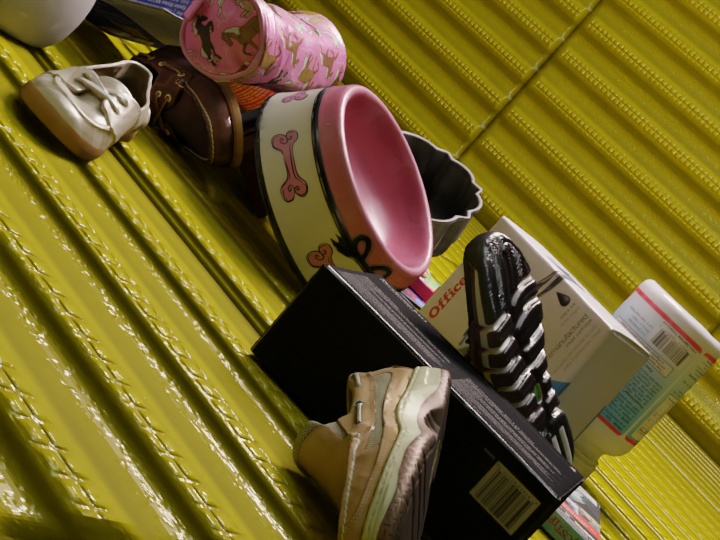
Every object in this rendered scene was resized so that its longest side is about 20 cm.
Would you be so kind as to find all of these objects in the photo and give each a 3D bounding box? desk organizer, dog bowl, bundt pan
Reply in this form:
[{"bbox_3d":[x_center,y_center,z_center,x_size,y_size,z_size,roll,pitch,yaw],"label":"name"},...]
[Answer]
[{"bbox_3d":[-0.075,-0.112,1.346,0.200,0.071,0.078,-95,166,-78],"label":"desk organizer"},{"bbox_3d":[-0.007,-0.064,1.189,0.200,0.073,0.202,50,30,-43],"label":"dog bowl"},{"bbox_3d":[0.031,-0.082,1.587,0.200,0.076,0.203,16,32,-10],"label":"bundt pan"}]

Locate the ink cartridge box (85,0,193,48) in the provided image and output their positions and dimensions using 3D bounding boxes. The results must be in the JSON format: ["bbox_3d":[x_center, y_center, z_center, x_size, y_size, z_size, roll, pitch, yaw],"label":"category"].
[{"bbox_3d":[-0.203,-0.246,1.321,0.196,0.047,0.200,19,-4,24],"label":"ink cartridge box"}]

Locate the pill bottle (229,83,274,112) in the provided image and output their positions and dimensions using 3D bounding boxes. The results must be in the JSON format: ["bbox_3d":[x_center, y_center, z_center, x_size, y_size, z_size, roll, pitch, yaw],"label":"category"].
[{"bbox_3d":[-0.136,-0.257,1.729,0.200,0.112,0.112,35,11,-45],"label":"pill bottle"}]

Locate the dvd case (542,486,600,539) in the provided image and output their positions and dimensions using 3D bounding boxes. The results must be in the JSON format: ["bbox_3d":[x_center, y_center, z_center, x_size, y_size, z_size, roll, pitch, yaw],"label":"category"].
[{"bbox_3d":[0.148,0.176,1.226,0.146,0.022,0.200,44,9,5],"label":"dvd case"}]

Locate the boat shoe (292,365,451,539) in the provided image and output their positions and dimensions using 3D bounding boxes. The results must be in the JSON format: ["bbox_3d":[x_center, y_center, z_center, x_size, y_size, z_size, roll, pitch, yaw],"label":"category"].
[{"bbox_3d":[0.000,0.104,0.749,0.075,0.073,0.200,9,15,6],"label":"boat shoe"}]

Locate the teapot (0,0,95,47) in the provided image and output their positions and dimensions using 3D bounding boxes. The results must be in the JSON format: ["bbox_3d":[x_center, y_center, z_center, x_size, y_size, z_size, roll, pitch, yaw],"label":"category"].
[{"bbox_3d":[-0.263,-0.280,1.104,0.200,0.146,0.197,45,9,10],"label":"teapot"}]

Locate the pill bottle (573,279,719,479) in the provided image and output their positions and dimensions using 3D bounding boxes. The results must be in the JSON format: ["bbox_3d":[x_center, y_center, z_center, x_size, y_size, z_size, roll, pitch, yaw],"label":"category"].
[{"bbox_3d":[0.265,0.116,1.461,0.109,0.200,0.109,42,8,-7],"label":"pill bottle"}]

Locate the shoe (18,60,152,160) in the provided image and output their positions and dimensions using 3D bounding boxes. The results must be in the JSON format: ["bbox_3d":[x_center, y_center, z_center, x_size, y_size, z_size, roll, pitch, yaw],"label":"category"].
[{"bbox_3d":[-0.184,-0.121,0.995,0.070,0.053,0.200,42,8,-4],"label":"shoe"}]

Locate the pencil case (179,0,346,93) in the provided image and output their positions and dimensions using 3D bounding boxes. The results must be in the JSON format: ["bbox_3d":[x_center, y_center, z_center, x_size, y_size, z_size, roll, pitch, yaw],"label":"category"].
[{"bbox_3d":[-0.081,-0.197,1.247,0.085,0.084,0.200,3,3,19],"label":"pencil case"}]

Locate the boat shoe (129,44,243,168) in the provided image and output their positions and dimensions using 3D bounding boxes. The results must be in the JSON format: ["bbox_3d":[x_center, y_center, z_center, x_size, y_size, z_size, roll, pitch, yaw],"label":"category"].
[{"bbox_3d":[-0.154,-0.141,1.243,0.069,0.071,0.200,-3,25,-21],"label":"boat shoe"}]

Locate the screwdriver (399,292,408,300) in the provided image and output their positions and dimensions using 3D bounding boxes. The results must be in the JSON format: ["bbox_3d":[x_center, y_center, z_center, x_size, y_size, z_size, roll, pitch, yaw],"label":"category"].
[{"bbox_3d":[0.000,0.000,1.386,0.200,0.028,0.029,46,-22,22],"label":"screwdriver"}]

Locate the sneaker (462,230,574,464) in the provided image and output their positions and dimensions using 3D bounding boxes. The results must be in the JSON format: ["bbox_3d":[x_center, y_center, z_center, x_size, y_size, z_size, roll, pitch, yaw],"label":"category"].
[{"bbox_3d":[0.075,0.072,1.026,0.076,0.114,0.202,-36,117,-50],"label":"sneaker"}]

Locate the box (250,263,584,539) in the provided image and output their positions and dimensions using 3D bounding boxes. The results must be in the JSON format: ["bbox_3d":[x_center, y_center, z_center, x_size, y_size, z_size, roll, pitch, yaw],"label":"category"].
[{"bbox_3d":[0.041,0.093,0.914,0.200,0.079,0.141,45,11,13],"label":"box"}]

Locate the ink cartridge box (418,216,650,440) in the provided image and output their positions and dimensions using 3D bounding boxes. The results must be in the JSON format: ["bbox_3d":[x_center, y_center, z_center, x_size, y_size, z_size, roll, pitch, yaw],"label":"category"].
[{"bbox_3d":[0.166,0.067,1.423,0.086,0.147,0.200,31,13,-46],"label":"ink cartridge box"}]

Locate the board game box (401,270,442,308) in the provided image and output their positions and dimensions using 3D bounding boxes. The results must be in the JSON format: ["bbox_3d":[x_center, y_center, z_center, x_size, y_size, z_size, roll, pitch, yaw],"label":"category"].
[{"bbox_3d":[0.054,-0.009,1.638,0.199,0.039,0.158,37,11,-38],"label":"board game box"}]
